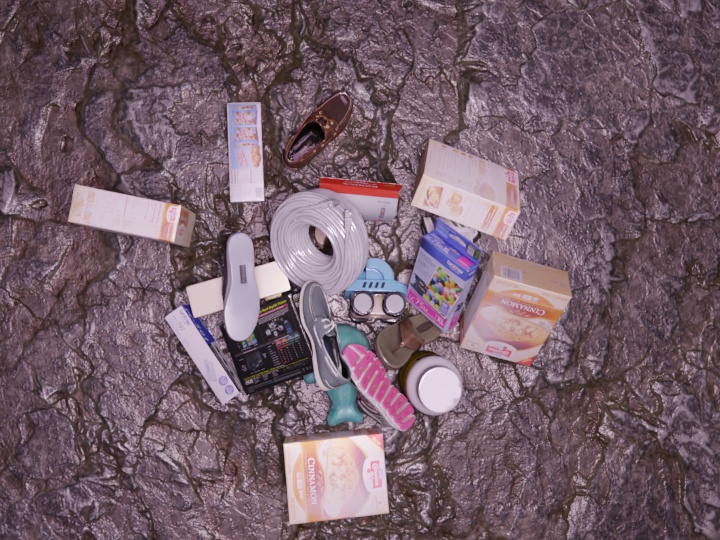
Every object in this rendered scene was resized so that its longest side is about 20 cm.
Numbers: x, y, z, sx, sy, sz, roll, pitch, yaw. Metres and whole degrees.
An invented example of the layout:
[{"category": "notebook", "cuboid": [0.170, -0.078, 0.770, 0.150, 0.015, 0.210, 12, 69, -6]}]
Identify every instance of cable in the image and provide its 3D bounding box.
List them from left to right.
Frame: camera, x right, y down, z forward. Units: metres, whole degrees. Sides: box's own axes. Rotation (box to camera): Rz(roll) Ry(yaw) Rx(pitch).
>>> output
[{"category": "cable", "cuboid": [-0.078, -0.054, 1.272, 0.196, 0.069, 0.204, 9, 121, 28]}]

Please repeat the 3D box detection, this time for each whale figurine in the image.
[{"category": "whale figurine", "cuboid": [-0.037, 0.209, 1.351, 0.155, 0.104, 0.205, -3, 89, -4]}]

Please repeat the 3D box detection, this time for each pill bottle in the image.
[{"category": "pill bottle", "cuboid": [0.137, 0.218, 1.314, 0.109, 0.200, 0.114, 0, 88, -4]}]

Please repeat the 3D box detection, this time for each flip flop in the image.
[{"category": "flip flop", "cuboid": [0.101, 0.128, 1.336, 0.198, 0.058, 0.082, -23, 74, -42]}]

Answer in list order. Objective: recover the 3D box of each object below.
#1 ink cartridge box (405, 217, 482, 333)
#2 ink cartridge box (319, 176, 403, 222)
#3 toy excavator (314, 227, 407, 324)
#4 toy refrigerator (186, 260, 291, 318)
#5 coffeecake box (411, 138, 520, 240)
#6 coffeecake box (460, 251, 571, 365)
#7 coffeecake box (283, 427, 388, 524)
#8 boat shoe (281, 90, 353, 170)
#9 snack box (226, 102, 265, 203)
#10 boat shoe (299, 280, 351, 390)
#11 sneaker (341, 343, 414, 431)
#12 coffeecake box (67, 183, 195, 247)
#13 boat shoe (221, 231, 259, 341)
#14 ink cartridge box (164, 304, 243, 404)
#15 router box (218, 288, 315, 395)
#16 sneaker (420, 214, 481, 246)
[{"category": "ink cartridge box", "cuboid": [0.158, 0.012, 1.319, 0.042, 0.203, 0.119, -26, 54, -39]}, {"category": "ink cartridge box", "cuboid": [-0.004, -0.134, 1.317, 0.158, 0.200, 0.051, 5, 88, -3]}, {"category": "toy excavator", "cuboid": [0.000, 0.000, 1.378, 0.190, 0.100, 0.205, 2, 74, -3]}, {"category": "toy refrigerator", "cuboid": [-0.239, 0.039, 1.359, 0.196, 0.076, 0.071, -17, 89, -5]}, {"category": "coffeecake box", "cuboid": [0.210, -0.162, 1.342, 0.196, 0.155, 0.074, 20, 127, -3]}, {"category": "coffeecake box", "cuboid": [0.296, 0.079, 1.325, 0.150, 0.074, 0.202, 14, 132, -3]}, {"category": "coffeecake box", "cuboid": [-0.049, 0.406, 1.352, 0.195, 0.073, 0.157, -5, 87, -5]}, {"category": "boat shoe", "cuboid": [-0.083, -0.286, 1.384, 0.070, 0.070, 0.201, 38, 85, -1]}, {"category": "snack box", "cuboid": [-0.235, -0.242, 1.394, 0.070, 0.024, 0.205, -2, 88, -3]}, {"category": "boat shoe", "cuboid": [-0.059, 0.114, 1.241, 0.072, 0.061, 0.204, -3, 78, -48]}, {"category": "sneaker", "cuboid": [0.017, 0.229, 1.302, 0.201, 0.087, 0.074, 52, 52, -15]}, {"category": "coffeecake box", "cuboid": [-0.434, -0.102, 1.311, 0.196, 0.154, 0.075, 11, 88, -4]}, {"category": "boat shoe", "cuboid": [-0.236, 0.031, 1.290, 0.069, 0.066, 0.205, -3, 85, -26]}, {"category": "ink cartridge box", "cuboid": [-0.305, 0.163, 1.340, 0.044, 0.094, 0.202, -34, 91, -3]}, {"category": "router box", "cuboid": [-0.166, 0.140, 1.319, 0.197, 0.062, 0.153, -22, 90, 30]}, {"category": "sneaker", "cuboid": [0.204, -0.028, 1.390, 0.113, 0.076, 0.205, -17, 87, -2]}]
